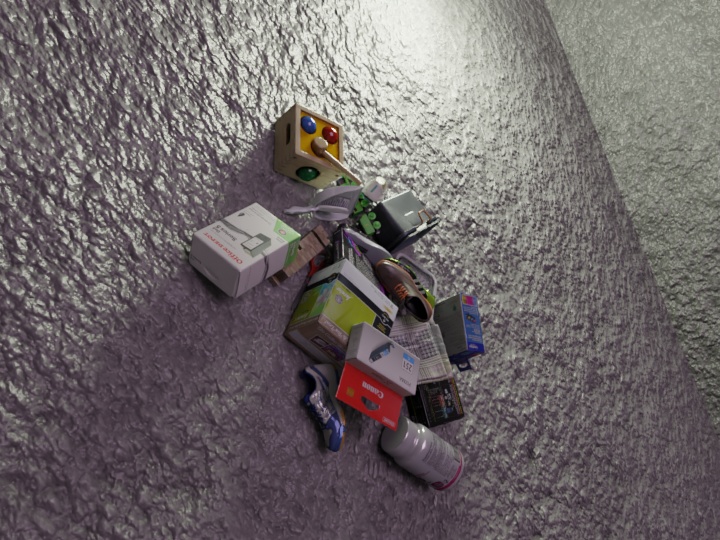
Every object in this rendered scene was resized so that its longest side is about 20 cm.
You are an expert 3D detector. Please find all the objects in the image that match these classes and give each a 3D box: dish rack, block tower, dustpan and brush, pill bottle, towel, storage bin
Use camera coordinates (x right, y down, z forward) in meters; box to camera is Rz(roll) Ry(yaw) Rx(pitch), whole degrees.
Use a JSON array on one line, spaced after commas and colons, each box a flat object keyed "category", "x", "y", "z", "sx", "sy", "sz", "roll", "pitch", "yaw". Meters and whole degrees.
[{"category": "dish rack", "x": 0.139, "y": 0.067, "z": 1.744, "sx": 0.171, "sy": 0.043, "sz": 0.201, "roll": 33, "pitch": 51, "yaw": -27}, {"category": "block tower", "x": -0.152, "y": -0.039, "z": 1.510, "sx": 0.054, "sy": 0.058, "sz": 0.200, "roll": 54, "pitch": 46, "yaw": -9}, {"category": "dustpan and brush", "x": -0.100, "y": -0.166, "z": 1.594, "sx": 0.199, "sy": 0.140, "sz": 0.058, "roll": 3, "pitch": 61, "yaw": -16}, {"category": "pill bottle", "x": 0.152, "y": 0.450, "z": 1.525, "sx": 0.200, "sy": 0.113, "sz": 0.114, "roll": 39, "pitch": 49, "yaw": -23}, {"category": "towel", "x": 0.129, "y": 0.203, "z": 1.594, "sx": 0.199, "sy": 0.035, "sz": 0.193, "roll": -6, "pitch": 58, "yaw": -19}, {"category": "storage bin", "x": 0.117, "y": -0.146, "z": 1.766, "sx": 0.200, "sy": 0.145, "sz": 0.135, "roll": -30, "pitch": 82, "yaw": -46}]

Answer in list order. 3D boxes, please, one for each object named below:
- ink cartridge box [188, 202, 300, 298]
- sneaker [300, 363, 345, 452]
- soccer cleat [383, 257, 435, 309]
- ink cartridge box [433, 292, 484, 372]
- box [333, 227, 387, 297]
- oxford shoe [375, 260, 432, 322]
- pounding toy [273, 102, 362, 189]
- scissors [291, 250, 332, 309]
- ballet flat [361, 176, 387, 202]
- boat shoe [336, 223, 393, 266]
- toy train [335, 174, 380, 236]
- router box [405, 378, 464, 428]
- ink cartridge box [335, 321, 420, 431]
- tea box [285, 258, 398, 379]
[{"category": "ink cartridge box", "x": -0.253, "y": -0.049, "z": 1.359, "sx": 0.145, "sy": 0.084, "sz": 0.200, "roll": 36, "pitch": 41, "yaw": 16}, {"category": "sneaker", "x": -0.091, "y": 0.313, "z": 1.403, "sx": 0.088, "sy": 0.075, "sz": 0.201, "roll": 3, "pitch": 62, "yaw": -30}, {"category": "soccer cleat", "x": 0.126, "y": 0.049, "z": 1.666, "sx": 0.200, "sy": 0.067, "sz": 0.081, "roll": 45, "pitch": 59, "yaw": -18}, {"category": "ink cartridge box", "x": 0.272, "y": 0.182, "z": 1.748, "sx": 0.076, "sy": 0.136, "sz": 0.201, "roll": 13, "pitch": 62, "yaw": -33}, {"category": "box", "x": 0.000, "y": 0.000, "z": 1.588, "sx": 0.200, "sy": 0.036, "sz": 0.143, "roll": 50, "pitch": 18, "yaw": -29}, {"category": "oxford shoe", "x": 0.114, "y": 0.051, "z": 1.598, "sx": 0.200, "sy": 0.071, "sz": 0.073, "roll": 46, "pitch": 6, "yaw": 3}, {"category": "pounding toy", "x": -0.111, "y": -0.308, "z": 1.612, "sx": 0.183, "sy": 0.142, "sz": 0.201, "roll": 17, "pitch": 60, "yaw": -37}, {"category": "scissors", "x": -0.130, "y": 0.018, "z": 1.537, "sx": 0.073, "sy": 0.014, "sz": 0.200, "roll": 57, "pitch": 45, "yaw": -10}, {"category": "ballet flat", "x": 0.046, "y": -0.229, "z": 1.712, "sx": 0.070, "sy": 0.069, "sz": 0.200, "roll": 57, "pitch": 11, "yaw": -6}, {"category": "boat shoe", "x": 0.013, "y": -0.064, "z": 1.677, "sx": 0.199, "sy": 0.070, "sz": 0.066, "roll": 29, "pitch": 29, "yaw": -25}, {"category": "toy train", "x": -0.008, "y": -0.182, "z": 1.709, "sx": 0.056, "sy": 0.042, "sz": 0.201, "roll": -25, "pitch": 78, "yaw": -15}, {"category": "router box", "x": 0.188, "y": 0.315, "z": 1.658, "sx": 0.149, "sy": 0.062, "sz": 0.201, "roll": -1, "pitch": 72, "yaw": -42}, {"category": "ink cartridge box", "x": 0.045, "y": 0.240, "z": 1.389, "sx": 0.200, "sy": 0.045, "sz": 0.177, "roll": 36, "pitch": 52, "yaw": -32}, {"category": "tea box", "x": -0.040, "y": 0.121, "z": 1.478, "sx": 0.200, "sy": 0.133, "sz": 0.197, "roll": 44, "pitch": 47, "yaw": -24}]
